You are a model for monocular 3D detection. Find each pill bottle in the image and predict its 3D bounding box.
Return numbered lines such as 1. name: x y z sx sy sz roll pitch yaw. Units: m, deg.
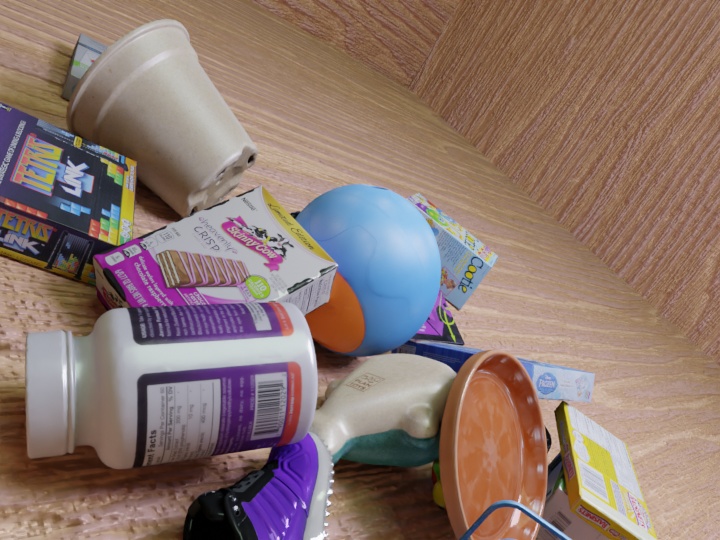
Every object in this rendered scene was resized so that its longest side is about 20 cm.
1. pill bottle: -0.139 0.083 0.484 0.195 0.114 0.112 -1 36 -27

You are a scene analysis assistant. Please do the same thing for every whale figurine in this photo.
1. whale figurine: 0.017 0.157 0.651 0.197 0.107 0.157 -17 17 -40

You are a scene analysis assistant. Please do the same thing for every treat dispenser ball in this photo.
1. treat dispenser ball: 0.000 0.000 0.785 0.198 0.203 0.202 29 22 -13

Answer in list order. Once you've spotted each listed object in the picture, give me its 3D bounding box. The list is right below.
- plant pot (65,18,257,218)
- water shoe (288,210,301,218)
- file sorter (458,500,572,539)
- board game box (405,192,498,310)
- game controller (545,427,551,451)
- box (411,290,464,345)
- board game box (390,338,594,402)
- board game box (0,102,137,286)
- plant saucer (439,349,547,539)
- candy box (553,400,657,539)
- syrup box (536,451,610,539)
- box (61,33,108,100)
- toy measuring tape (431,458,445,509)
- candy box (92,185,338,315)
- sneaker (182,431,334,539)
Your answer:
1. plant pot: -0.237 -0.178 0.840 0.184 0.200 0.200 46 21 0
2. water shoe: -0.085 -0.072 0.973 0.197 0.080 0.072 11 31 -48
3. file sorter: 0.121 0.295 0.471 0.137 0.124 0.200 35 21 -2
4. board game box: 0.148 -0.040 1.225 0.199 0.106 0.103 39 21 8
5. game controller: 0.204 0.219 0.864 0.104 0.043 0.199 42 23 14
6. box: 0.073 0.029 0.996 0.141 0.036 0.204 10 48 -47
7. board game box: 0.173 0.130 0.858 0.197 0.045 0.196 7 -6 45
8. board game box: -0.320 -0.083 0.672 0.163 0.057 0.202 24 24 -31
9. plant saucer: 0.131 0.182 0.641 0.198 0.032 0.207 13 73 -50
10. candy box: 0.276 0.233 0.746 0.101 0.027 0.200 37 21 -1
11. syrup box: 0.262 0.275 0.786 0.081 0.080 0.199 40 22 15
12. box: -0.383 -0.293 1.032 0.153 0.042 0.202 23 26 -30
13. toy measuring tape: 0.131 0.208 0.719 0.073 0.074 0.199 41 33 16
14. candy box: -0.137 0.009 0.638 0.198 0.062 0.136 -30 63 -37
15. sneaker: -0.077 0.179 0.482 0.098 0.070 0.201 27 22 -15
